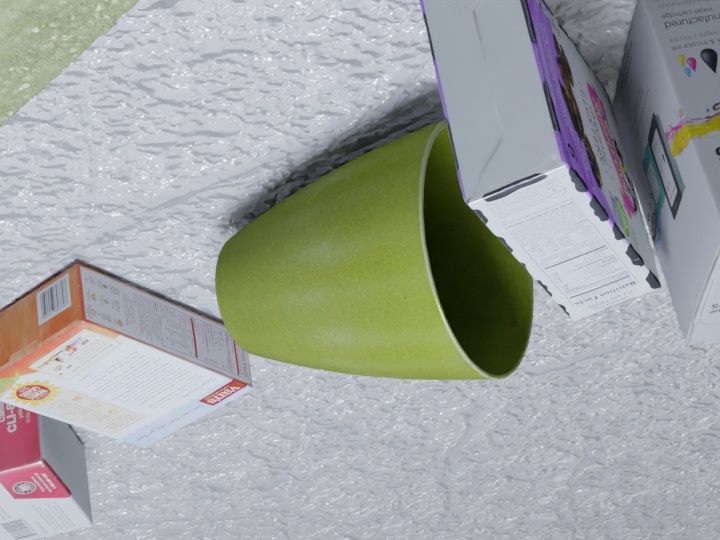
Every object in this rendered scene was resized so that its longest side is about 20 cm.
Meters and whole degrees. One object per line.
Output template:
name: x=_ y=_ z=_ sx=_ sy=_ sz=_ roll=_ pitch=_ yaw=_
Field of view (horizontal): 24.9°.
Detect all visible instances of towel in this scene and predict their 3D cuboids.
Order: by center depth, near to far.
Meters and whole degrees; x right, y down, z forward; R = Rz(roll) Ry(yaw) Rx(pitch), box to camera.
towel: x=-0.226 y=-0.156 z=0.968 sx=0.148 sy=0.037 sz=0.200 roll=17 pitch=138 yaw=-41

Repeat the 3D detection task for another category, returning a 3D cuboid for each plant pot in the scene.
plant pot: x=0.000 y=0.000 z=1.200 sx=0.199 sy=0.189 sz=0.187 roll=-11 pitch=153 yaw=28

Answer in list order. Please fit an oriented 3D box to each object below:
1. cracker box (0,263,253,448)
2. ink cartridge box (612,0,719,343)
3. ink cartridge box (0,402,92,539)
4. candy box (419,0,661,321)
cracker box: x=-0.203 y=0.075 z=1.337 sx=0.133 sy=0.058 sz=0.200 roll=-29 pitch=145 yaw=27
ink cartridge box: x=0.275 y=-0.078 z=1.120 sx=0.145 sy=0.201 sz=0.146 roll=-9 pitch=150 yaw=-6
ink cartridge box: x=-0.354 y=0.186 z=1.439 sx=0.198 sy=0.084 sz=0.145 roll=-14 pitch=149 yaw=2
candy box: x=0.122 y=-0.084 z=1.085 sx=0.071 sy=0.169 sz=0.200 roll=-21 pitch=149 yaw=19
